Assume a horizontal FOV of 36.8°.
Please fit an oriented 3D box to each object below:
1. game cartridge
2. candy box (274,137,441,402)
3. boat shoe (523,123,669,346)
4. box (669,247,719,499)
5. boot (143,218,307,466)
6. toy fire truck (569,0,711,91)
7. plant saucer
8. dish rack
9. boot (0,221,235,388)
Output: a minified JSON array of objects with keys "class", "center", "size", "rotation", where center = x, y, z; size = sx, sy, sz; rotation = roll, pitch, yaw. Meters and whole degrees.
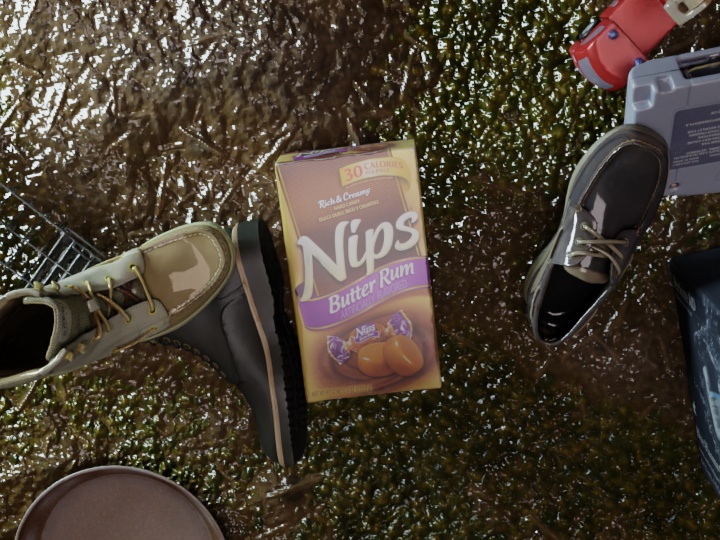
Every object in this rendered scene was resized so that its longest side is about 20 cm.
[{"class":"game cartridge","center":[0.298,-0.116,0.826],"size":[0.196,0.041,0.134],"rotation":[-10,140,2]},{"class":"candy box","center":[0.000,0.000,0.890],"size":[0.114,0.057,0.204],"rotation":[-7,103,4]},{"class":"boat shoe","center":[0.184,-0.018,0.836],"size":[0.073,0.074,0.202],"rotation":[15,131,-2]},{"class":"box","center":[0.329,0.097,0.834],"size":[0.115,0.197,0.204],"rotation":[-11,104,5]},{"class":"boot","center":[-0.124,0.070,0.907],"size":[0.136,0.077,0.204],"rotation":[-11,91,8]},{"class":"toy fire truck","center":[0.244,-0.211,0.786],"size":[0.049,0.141,0.200],"rotation":[43,101,-9]},{"class":"plant saucer","center":[-0.211,0.264,0.972],"size":[0.196,0.035,0.205],"rotation":[0,104,2]},{"class":"dish rack","center":[-0.313,-0.013,0.895],"size":[0.199,0.055,0.154],"rotation":[38,103,-10]},{"class":"boot","center":[-0.192,0.026,0.800],"size":[0.197,0.155,0.073],"rotation":[-28,88,4]}]
